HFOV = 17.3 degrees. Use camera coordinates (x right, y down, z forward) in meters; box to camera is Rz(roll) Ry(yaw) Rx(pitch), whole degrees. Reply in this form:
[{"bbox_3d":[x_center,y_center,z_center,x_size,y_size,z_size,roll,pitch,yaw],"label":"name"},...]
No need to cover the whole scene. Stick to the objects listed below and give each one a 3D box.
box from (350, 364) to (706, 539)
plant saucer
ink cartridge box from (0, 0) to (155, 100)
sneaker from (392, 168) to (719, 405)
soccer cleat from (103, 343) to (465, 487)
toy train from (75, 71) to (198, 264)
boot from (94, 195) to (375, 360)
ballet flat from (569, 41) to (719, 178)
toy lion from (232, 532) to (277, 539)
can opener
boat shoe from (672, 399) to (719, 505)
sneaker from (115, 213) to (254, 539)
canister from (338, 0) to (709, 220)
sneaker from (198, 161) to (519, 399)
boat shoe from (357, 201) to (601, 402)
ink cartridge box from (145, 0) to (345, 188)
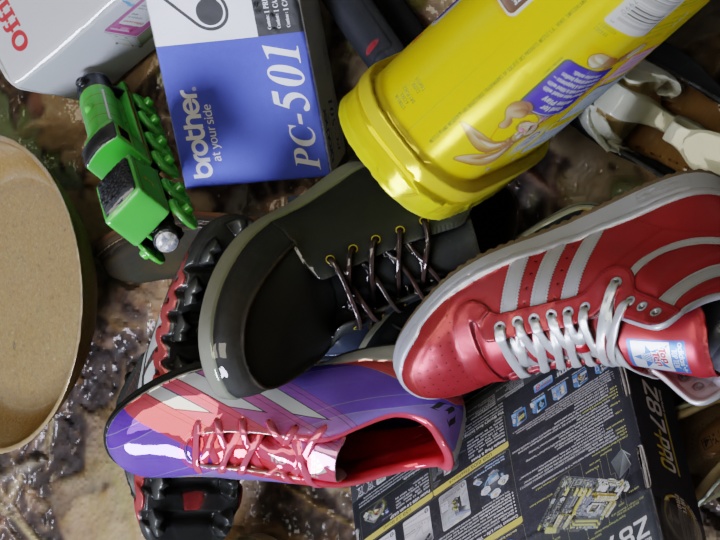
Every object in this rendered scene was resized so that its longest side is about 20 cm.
[{"bbox_3d":[0.084,0.134,1.263,0.200,0.049,0.161,-37,39,27],"label":"box"},{"bbox_3d":[-0.222,0.015,1.492,0.200,0.035,0.201,1,91,47],"label":"plant saucer"},{"bbox_3d":[-0.155,-0.220,1.466,0.200,0.085,0.145,-36,70,21],"label":"ink cartridge box"},{"bbox_3d":[0.114,0.034,1.204,0.200,0.071,0.113,-29,41,9],"label":"sneaker"},{"bbox_3d":[-0.042,0.088,1.282,0.200,0.068,0.073,-8,37,1],"label":"soccer cleat"},{"bbox_3d":[-0.139,-0.067,1.407,0.042,0.056,0.200,-46,28,11],"label":"toy train"},{"bbox_3d":[-0.072,0.013,1.409,0.200,0.075,0.097,-8,80,27],"label":"boot"},{"bbox_3d":[0.169,-0.080,1.282,0.200,0.073,0.073,37,104,27],"label":"ballet flat"},{"bbox_3d":[-0.069,0.286,1.401,0.200,0.069,0.192,48,116,24],"label":"toy lion"},{"bbox_3d":[0.021,-0.123,1.371,0.079,0.063,0.200,-41,69,21],"label":"can opener"},{"bbox_3d":[0.145,0.119,1.284,0.200,0.063,0.073,-40,69,22],"label":"boat shoe"},{"bbox_3d":[-0.099,0.058,1.370,0.098,0.071,0.201,-141,60,-62],"label":"sneaker"},{"bbox_3d":[0.101,-0.126,1.206,0.200,0.148,0.087,-41,83,30],"label":"canister"},{"bbox_3d":[0.000,0.000,1.260,0.106,0.200,0.075,2,124,34],"label":"sneaker"},{"bbox_3d":[0.068,0.036,1.323,0.200,0.062,0.075,-34,115,20],"label":"boat shoe"},{"bbox_3d":[-0.073,-0.150,1.379,0.094,0.044,0.200,-5,113,15],"label":"ink cartridge box"}]
